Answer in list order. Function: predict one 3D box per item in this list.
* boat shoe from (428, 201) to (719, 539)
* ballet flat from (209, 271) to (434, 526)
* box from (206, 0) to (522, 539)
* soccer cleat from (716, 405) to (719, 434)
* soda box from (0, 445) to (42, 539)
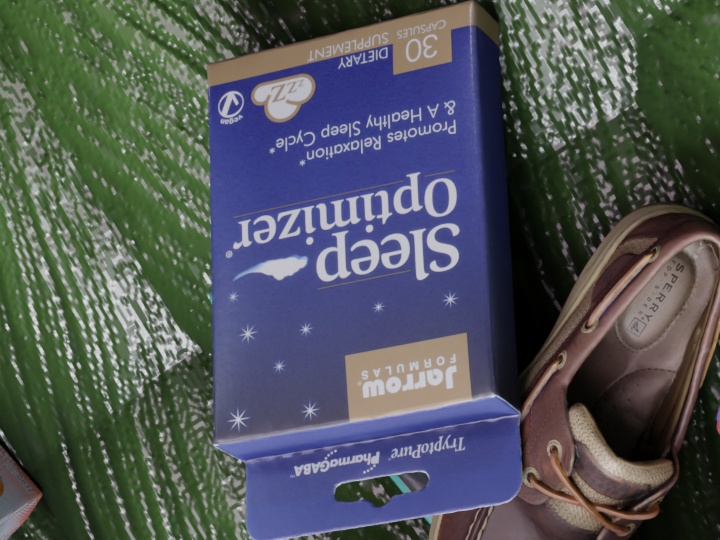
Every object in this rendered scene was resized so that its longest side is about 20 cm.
[{"bbox_3d":[0.087,0.067,0.986,0.072,0.072,0.200,30,93,-8],"label":"boat shoe"},{"bbox_3d":[0.021,0.046,1.057,0.200,0.073,0.073,44,119,15],"label":"ballet flat"},{"bbox_3d":[0.000,0.000,1.014,0.121,0.032,0.200,-12,68,22],"label":"box"},{"bbox_3d":[0.225,0.028,0.956,0.200,0.067,0.077,-14,65,35],"label":"soccer cleat"},{"bbox_3d":[-0.243,0.059,1.196,0.200,0.068,0.064,48,119,8],"label":"soda box"}]
